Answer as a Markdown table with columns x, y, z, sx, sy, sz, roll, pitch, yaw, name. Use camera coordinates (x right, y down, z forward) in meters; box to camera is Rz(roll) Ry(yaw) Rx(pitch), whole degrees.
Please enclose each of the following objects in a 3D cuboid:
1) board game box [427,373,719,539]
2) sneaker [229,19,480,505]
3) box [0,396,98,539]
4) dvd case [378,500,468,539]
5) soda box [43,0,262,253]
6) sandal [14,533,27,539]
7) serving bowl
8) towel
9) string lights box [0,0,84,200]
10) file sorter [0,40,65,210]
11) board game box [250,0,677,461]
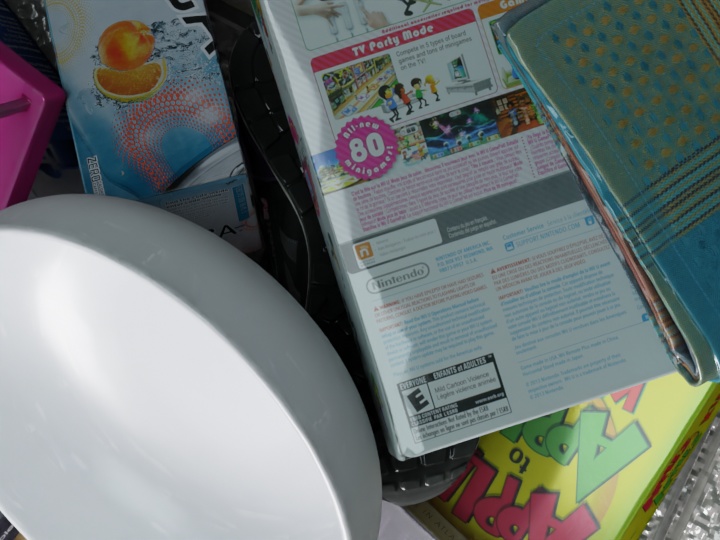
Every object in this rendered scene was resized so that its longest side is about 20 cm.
| x | y | z | sx | sy | sz | roll | pitch | yaw | name |
| --- | --- | --- | --- | --- | --- | --- | --- | --- | --- |
| 0.090 | 0.039 | 1.002 | 0.101 | 0.048 | 0.201 | 34 | 105 | 16 | board game box |
| 0.000 | 0.000 | 1.012 | 0.075 | 0.088 | 0.201 | -13 | 73 | -10 | sneaker |
| -0.218 | 0.092 | 1.042 | 0.143 | 0.036 | 0.200 | 37 | 84 | 16 | box |
| -0.026 | 0.119 | 1.038 | 0.200 | 0.016 | 0.149 | 42 | 134 | 14 | dvd case |
| -0.092 | -0.101 | 1.011 | 0.063 | 0.069 | 0.201 | -14 | 64 | -3 | soda box |
| -0.184 | 0.125 | 1.084 | 0.078 | 0.069 | 0.212 | 48 | 120 | 14 | sandal |
| -0.070 | 0.048 | 0.945 | 0.199 | 0.066 | 0.201 | 24 | 139 | 22 | serving bowl |
| 0.154 | -0.067 | 0.901 | 0.147 | 0.199 | 0.022 | 60 | 153 | -3 | towel |
| -0.176 | -0.078 | 1.072 | 0.059 | 0.103 | 0.200 | -40 | 78 | 18 | string lights box |
| -0.243 | -0.054 | 0.977 | 0.200 | 0.125 | 0.140 | 38 | 122 | 20 | file sorter |
| 0.052 | -0.048 | 0.926 | 0.147 | 0.064 | 0.201 | -17 | 88 | -2 | board game box |
